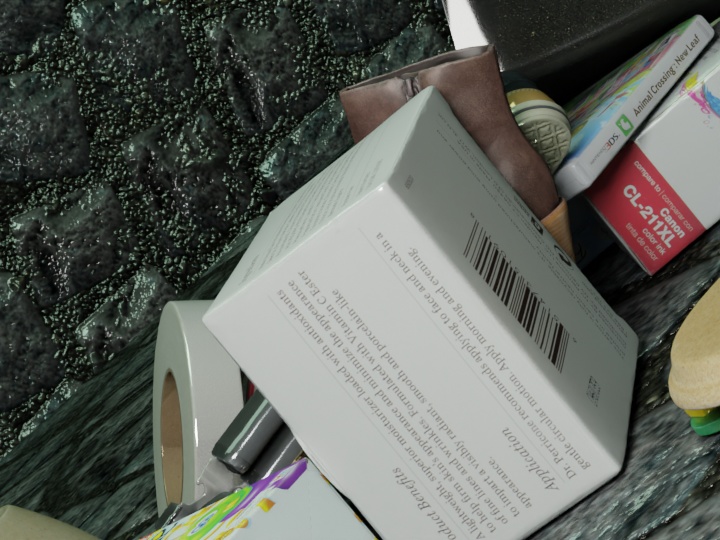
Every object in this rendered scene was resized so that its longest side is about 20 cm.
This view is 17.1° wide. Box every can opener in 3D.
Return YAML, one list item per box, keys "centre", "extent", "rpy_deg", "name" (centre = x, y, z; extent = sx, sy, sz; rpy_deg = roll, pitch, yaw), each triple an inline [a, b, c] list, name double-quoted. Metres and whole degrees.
- centre: [-0.061, 0.122, 1.504]
  extent: [0.200, 0.053, 0.066]
  rpy_deg: [-55, 31, -14]
  name: "can opener"

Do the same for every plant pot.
- centre: [0.148, -0.226, 1.611]
  extent: [0.177, 0.200, 0.199]
  rpy_deg: [-17, -5, 12]
  name: "plant pot"

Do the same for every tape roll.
- centre: [-0.113, 0.121, 1.653]
  extent: [0.037, 0.203, 0.203]
  rpy_deg: [-1, -2, -14]
  name: "tape roll"

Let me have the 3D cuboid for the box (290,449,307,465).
- centre: [-0.037, 0.140, 1.511]
  extent: [0.164, 0.021, 0.200]
  rpy_deg: [-50, -7, -49]
  name: "box"

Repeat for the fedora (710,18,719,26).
- centre: [0.292, -0.215, 1.815]
  extent: [0.200, 0.082, 0.201]
  rpy_deg: [-22, 0, 0]
  name: "fedora"

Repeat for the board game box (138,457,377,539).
- centre: [-0.079, 0.196, 1.313]
  extent: [0.105, 0.103, 0.200]
  rpy_deg: [-46, 9, -38]
  name: "board game box"

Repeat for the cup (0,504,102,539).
- centre: [-0.233, 0.247, 1.633]
  extent: [0.200, 0.143, 0.200]
  rpy_deg: [-40, 7, 6]
  name: "cup"

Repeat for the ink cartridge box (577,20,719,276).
- centre: [0.234, -0.098, 1.578]
  extent: [0.200, 0.083, 0.146]
  rpy_deg: [-40, 7, 4]
  name: "ink cartridge box"

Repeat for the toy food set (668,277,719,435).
- centre: [0.229, 0.004, 1.131]
  extent: [0.200, 0.049, 0.198]
  rpy_deg: [-42, 7, -13]
  name: "toy food set"

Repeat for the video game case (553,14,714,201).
- centre: [0.127, -0.076, 1.578]
  extent: [0.200, 0.022, 0.182]
  rpy_deg: [-33, 12, 50]
  name: "video game case"

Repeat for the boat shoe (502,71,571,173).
- centre: [0.057, -0.042, 1.487]
  extent: [0.200, 0.075, 0.062]
  rpy_deg: [-52, 41, 29]
  name: "boat shoe"

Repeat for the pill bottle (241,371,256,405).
- centre: [-0.050, 0.099, 1.722]
  extent: [0.111, 0.111, 0.200]
  rpy_deg: [-43, 8, -20]
  name: "pill bottle"

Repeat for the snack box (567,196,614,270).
- centre: [0.099, -0.005, 1.766]
  extent: [0.169, 0.068, 0.200]
  rpy_deg: [-41, 6, -12]
  name: "snack box"

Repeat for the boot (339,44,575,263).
- centre: [0.020, -0.034, 1.425]
  extent: [0.200, 0.167, 0.072]
  rpy_deg: [-19, 16, 17]
  name: "boot"

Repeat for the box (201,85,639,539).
- centre: [0.040, 0.034, 1.299]
  extent: [0.131, 0.199, 0.200]
  rpy_deg: [-36, 10, 19]
  name: "box"
